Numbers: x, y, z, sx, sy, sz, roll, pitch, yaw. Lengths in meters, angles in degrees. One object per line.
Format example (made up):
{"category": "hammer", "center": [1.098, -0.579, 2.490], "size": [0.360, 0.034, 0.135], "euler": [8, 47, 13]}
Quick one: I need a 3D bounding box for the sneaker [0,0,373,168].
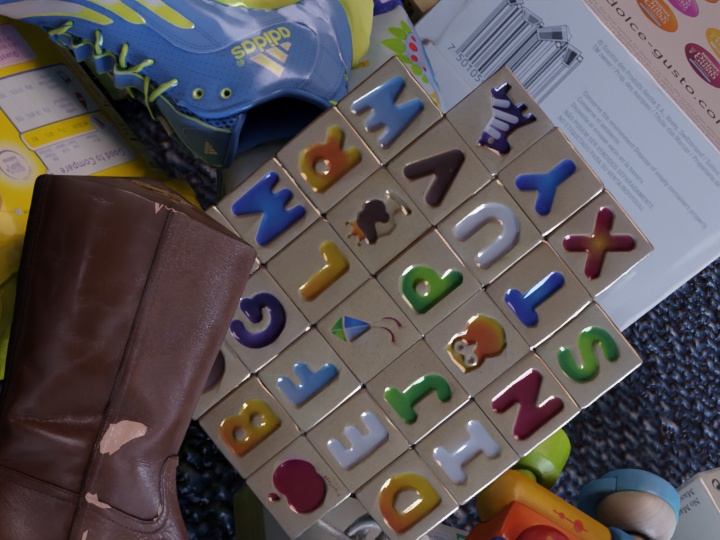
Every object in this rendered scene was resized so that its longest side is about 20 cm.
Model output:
{"category": "sneaker", "center": [-0.089, -0.105, 0.862], "size": [0.199, 0.076, 0.106], "euler": [4, 60, -11]}

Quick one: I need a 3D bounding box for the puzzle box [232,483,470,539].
{"category": "puzzle box", "center": [0.033, 0.179, 0.921], "size": [0.199, 0.025, 0.134], "euler": [21, 43, -32]}

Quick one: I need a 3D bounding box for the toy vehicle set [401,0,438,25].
{"category": "toy vehicle set", "center": [-0.025, -0.213, 1.118], "size": [0.026, 0.124, 0.200], "euler": [-37, 86, -11]}

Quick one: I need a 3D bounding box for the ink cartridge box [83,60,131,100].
{"category": "ink cartridge box", "center": [-0.102, -0.174, 1.033], "size": [0.146, 0.087, 0.200], "euler": [51, 21, 5]}

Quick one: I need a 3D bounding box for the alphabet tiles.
{"category": "alphabet tiles", "center": [0.016, 0.015, 0.831], "size": [0.167, 0.200, 0.006], "euler": [51, 8, -2]}

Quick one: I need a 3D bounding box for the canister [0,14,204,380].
{"category": "canister", "center": [-0.178, -0.061, 0.887], "size": [0.200, 0.087, 0.148], "euler": [51, 36, 9]}

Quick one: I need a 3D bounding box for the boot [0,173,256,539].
{"category": "boot", "center": [-0.066, 0.068, 0.801], "size": [0.186, 0.064, 0.201], "euler": [19, 77, -22]}

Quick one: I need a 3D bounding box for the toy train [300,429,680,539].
{"category": "toy train", "center": [0.068, 0.114, 0.914], "size": [0.200, 0.085, 0.116], "euler": [33, 45, -18]}

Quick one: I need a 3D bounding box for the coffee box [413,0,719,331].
{"category": "coffee box", "center": [0.127, -0.080, 1.115], "size": [0.200, 0.200, 0.198], "euler": [49, 35, 4]}

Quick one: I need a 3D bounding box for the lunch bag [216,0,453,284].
{"category": "lunch bag", "center": [0.000, 0.000, 0.961], "size": [0.200, 0.127, 0.171], "euler": [66, 13, -48]}

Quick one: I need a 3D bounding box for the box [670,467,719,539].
{"category": "box", "center": [0.219, 0.206, 1.037], "size": [0.068, 0.082, 0.201], "euler": [-5, 58, -48]}
